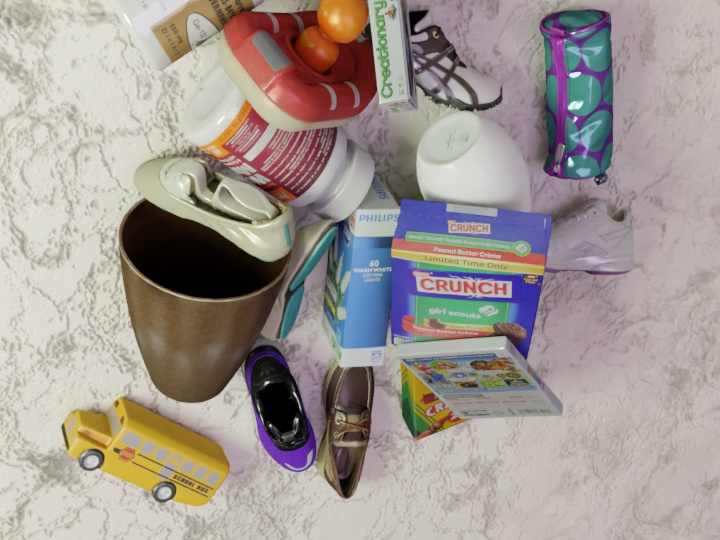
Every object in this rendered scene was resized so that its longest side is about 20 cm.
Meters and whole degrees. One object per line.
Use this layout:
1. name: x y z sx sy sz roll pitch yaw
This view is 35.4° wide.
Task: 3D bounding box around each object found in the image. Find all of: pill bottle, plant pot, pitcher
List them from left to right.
1. plant pot: -0.181 0.043 1.254 0.183 0.188 0.202 -4 133 -21
2. pill bottle: -0.150 -0.297 1.107 0.198 0.115 0.115 -34 124 -2
3. pill bottle: -0.084 -0.139 1.222 0.199 0.110 0.110 33 101 -32
4. pitcher: 0.148 -0.105 1.312 0.119 0.174 0.201 -10 139 29

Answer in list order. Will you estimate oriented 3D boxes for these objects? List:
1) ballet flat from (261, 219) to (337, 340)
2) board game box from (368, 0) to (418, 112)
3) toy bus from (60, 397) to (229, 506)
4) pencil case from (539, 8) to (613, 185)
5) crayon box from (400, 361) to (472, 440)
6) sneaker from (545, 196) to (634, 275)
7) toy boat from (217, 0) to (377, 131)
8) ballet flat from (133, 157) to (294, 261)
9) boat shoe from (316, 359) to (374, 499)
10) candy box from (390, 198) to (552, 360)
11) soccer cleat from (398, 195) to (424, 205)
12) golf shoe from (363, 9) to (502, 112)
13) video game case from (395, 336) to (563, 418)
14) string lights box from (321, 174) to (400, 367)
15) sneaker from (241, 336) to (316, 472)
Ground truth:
1. ballet flat: -0.087 0.003 1.298 0.068 0.070 0.201 4 136 -24
2. board game box: 0.029 -0.267 1.147 0.034 0.126 0.204 -6 92 7
3. toy bus: -0.260 0.218 1.363 0.199 0.065 0.079 33 101 -33
4. pencil case: 0.257 -0.206 1.344 0.092 0.084 0.203 -34 128 -37
5. crayon box: 0.114 0.124 1.446 0.125 0.051 0.202 -19 139 -12
6. sneaker: 0.266 -0.046 1.454 0.196 0.075 0.102 1 98 -23
7. toy boat: -0.040 -0.224 1.124 0.131 0.131 0.199 -44 170 27
8. ballet flat: -0.154 -0.081 1.181 0.198 0.069 0.070 26 111 14
9. boat shoe: -0.012 0.203 1.455 0.071 0.072 0.203 1 116 -23
10. candy box: 0.120 0.015 1.269 0.166 0.078 0.201 7 145 7
11. soccer cleat: 0.084 0.006 1.385 0.066 0.081 0.203 -18 122 -12
12. golf shoe: 0.084 -0.237 1.261 0.197 0.078 0.096 9 113 -27
13. video game case: 0.147 0.133 1.362 0.141 0.018 0.200 -5 149 29
14. string lights box: 0.000 0.000 1.334 0.058 0.103 0.203 -2 117 -16
15. sneaker: -0.097 0.189 1.394 0.069 0.100 0.203 -22 122 -7
